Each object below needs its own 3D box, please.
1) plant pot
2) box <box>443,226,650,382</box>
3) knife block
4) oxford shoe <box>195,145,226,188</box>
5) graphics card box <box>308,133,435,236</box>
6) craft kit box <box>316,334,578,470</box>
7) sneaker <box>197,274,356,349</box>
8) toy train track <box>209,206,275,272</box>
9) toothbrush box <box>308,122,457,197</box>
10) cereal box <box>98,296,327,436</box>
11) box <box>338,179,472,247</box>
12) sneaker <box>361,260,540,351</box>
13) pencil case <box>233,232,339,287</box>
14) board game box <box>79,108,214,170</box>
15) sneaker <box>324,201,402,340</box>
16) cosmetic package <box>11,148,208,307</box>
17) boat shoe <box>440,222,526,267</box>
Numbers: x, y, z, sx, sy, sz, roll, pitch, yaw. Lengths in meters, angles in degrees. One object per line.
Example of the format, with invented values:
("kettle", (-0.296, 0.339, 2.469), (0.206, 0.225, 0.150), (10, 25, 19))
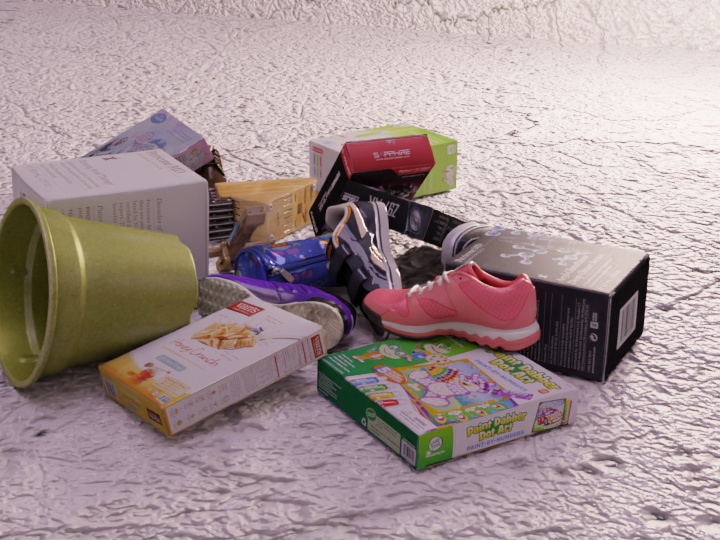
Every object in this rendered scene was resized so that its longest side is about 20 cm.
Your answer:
("plant pot", (-0.286, 0.025, 1.325), (0.183, 0.202, 0.200), (1, 17, -34))
("box", (0.214, 0.033, 1.392), (0.199, 0.108, 0.148), (11, 24, 27))
("knife block", (-0.180, -0.095, 1.771), (0.175, 0.064, 0.200), (13, 25, 28))
("oxford shoe", (-0.244, -0.148, 1.881), (0.072, 0.085, 0.200), (-5, 23, -19))
("graphics card box", (0.012, -0.114, 1.678), (0.125, 0.051, 0.200), (-8, -21, -23))
("craft kit box", (0.086, 0.123, 1.249), (0.196, 0.049, 0.200), (-9, 23, -31))
("sneaker", (-0.094, 0.046, 1.421), (0.199, 0.070, 0.099), (14, 18, 21))
("toy train track", (-0.151, -0.029, 1.527), (0.114, 0.033, 0.200), (-8, -17, -20))
("toothbrush box", (0.037, -0.171, 1.946), (0.199, 0.087, 0.145), (-15, 26, -32))
("cereal box", (-0.154, 0.094, 1.268), (0.199, 0.040, 0.144), (-27, 28, -31))
("box", (0.091, -0.059, 1.598), (0.160, 0.044, 0.199), (22, 3, 42))
("sneaker", (0.100, 0.027, 1.319), (0.199, 0.087, 0.074), (7, 20, 15))
("pencil case", (-0.060, -0.007, 1.526), (0.199, 0.079, 0.087), (-13, 1, -30))
("board game box", (-0.351, -0.165, 1.875), (0.198, 0.044, 0.200), (-34, 32, -13))
("sneaker", (0.000, 0.000, 1.446), (0.079, 0.079, 0.201), (2, 47, -14))
("cosmetic package", (-0.309, -0.043, 1.493), (0.199, 0.167, 0.167), (-10, 23, -28))
("boat shoe", (0.189, -0.019, 1.536), (0.199, 0.072, 0.068), (7, 1, -41))
